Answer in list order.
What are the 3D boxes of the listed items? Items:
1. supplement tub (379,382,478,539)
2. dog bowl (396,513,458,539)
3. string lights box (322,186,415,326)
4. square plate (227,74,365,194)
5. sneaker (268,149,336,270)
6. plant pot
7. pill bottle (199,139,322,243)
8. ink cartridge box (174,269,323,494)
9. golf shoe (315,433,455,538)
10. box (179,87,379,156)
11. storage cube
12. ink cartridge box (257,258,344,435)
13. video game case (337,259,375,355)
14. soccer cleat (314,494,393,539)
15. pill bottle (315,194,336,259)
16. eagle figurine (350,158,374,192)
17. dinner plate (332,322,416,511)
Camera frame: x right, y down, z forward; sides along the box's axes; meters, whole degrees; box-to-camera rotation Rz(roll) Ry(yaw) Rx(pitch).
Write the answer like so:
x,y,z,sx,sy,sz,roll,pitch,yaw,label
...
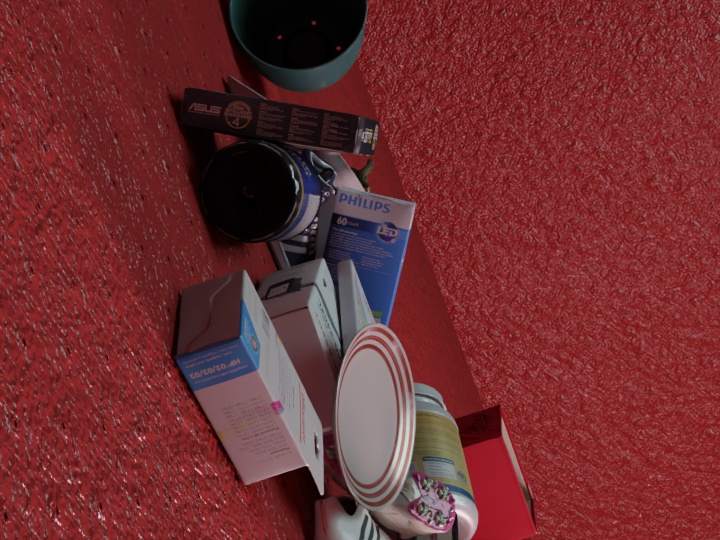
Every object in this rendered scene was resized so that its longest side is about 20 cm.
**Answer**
x,y,z,sx,sy,sz,roll,pitch,yaw,label
0.068,0.263,1.716,0.145,0.145,0.200,62,13,-48,supplement tub
0.077,0.389,1.569,0.200,0.074,0.200,3,90,-88,dog bowl
0.000,0.000,1.686,0.059,0.103,0.200,-50,154,-83,string lights box
-0.085,-0.167,1.774,0.198,0.028,0.200,37,-6,23,square plate
-0.067,-0.064,1.678,0.070,0.108,0.200,-92,161,-61,sneaker
-0.087,-0.357,1.942,0.161,0.200,0.201,83,-9,-75,plant pot
-0.105,-0.088,1.481,0.200,0.112,0.112,-18,89,-82,pill bottle
-0.100,0.115,1.221,0.115,0.068,0.200,-94,163,-58,ink cartridge box
0.010,0.245,1.481,0.200,0.092,0.075,37,48,-13,golf shoe
-0.088,-0.166,1.483,0.161,0.200,0.049,-30,130,-80,box
0.169,0.339,2.089,0.171,0.180,0.200,-62,132,-79,storage cube
-0.063,0.087,1.465,0.200,0.083,0.145,-80,152,-74,ink cartridge box
0.012,0.115,1.545,0.200,0.022,0.182,-95,167,-52,video game case
-0.006,0.293,1.456,0.200,0.069,0.085,34,42,-69,soccer cleat
-0.025,-0.026,1.847,0.200,0.116,0.116,53,20,-63,pill bottle
-0.011,-0.059,2.088,0.152,0.151,0.200,-18,126,-43,eagle figurine
0.011,0.156,1.402,0.200,0.024,0.200,8,82,-62,dinner plate
